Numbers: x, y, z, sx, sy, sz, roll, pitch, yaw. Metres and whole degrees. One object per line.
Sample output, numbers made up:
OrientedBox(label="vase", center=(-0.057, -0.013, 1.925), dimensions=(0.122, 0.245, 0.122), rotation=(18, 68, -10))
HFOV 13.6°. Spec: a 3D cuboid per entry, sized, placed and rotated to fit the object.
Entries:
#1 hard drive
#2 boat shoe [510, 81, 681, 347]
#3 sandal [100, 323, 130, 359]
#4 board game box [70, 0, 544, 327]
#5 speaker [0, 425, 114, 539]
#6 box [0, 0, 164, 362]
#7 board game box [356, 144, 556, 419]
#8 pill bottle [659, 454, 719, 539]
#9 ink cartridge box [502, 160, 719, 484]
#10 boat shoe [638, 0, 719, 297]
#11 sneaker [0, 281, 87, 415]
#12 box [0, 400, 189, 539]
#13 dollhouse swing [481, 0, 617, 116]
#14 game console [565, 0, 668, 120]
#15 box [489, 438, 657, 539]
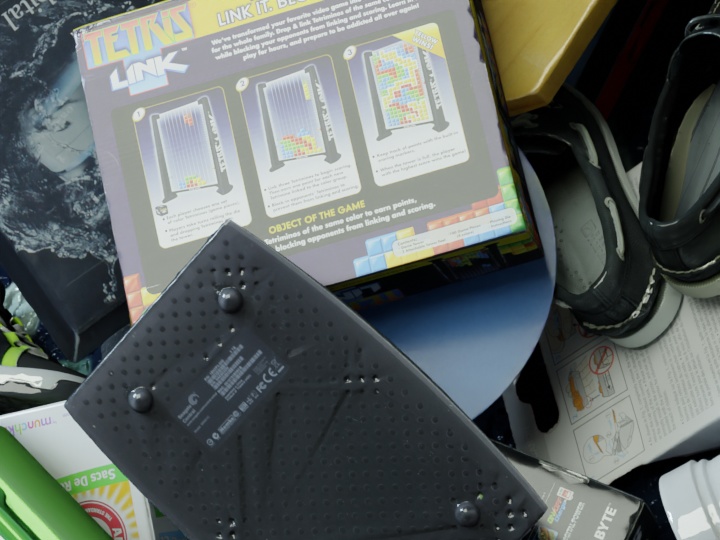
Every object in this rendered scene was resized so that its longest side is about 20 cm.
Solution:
OrientedBox(label="hard drive", center=(-0.024, 0.083, 1.406), dimensions=(0.200, 0.042, 0.135), rotation=(42, 103, -2))
OrientedBox(label="boat shoe", center=(0.095, -0.046, 1.525), dimensions=(0.076, 0.060, 0.200), rotation=(-48, 47, 13))
OrientedBox(label="sandal", center=(-0.062, 0.063, 1.612), dimensions=(0.200, 0.043, 0.076), rotation=(27, 87, 33))
OrientedBox(label="board game box", center=(-0.027, -0.062, 1.459), dimensions=(0.199, 0.057, 0.166), rotation=(-15, 73, 9))
OrientedBox(label="speaker", center=(-0.159, 0.146, 1.455), dimensions=(0.088, 0.088, 0.200), rotation=(-46, 74, -1))
OrientedBox(label="box", center=(-0.127, -0.092, 1.578), dimensions=(0.196, 0.117, 0.200), rotation=(-36, 86, -10))
OrientedBox(label="board game box", center=(0.000, 0.000, 1.498), dimensions=(0.199, 0.039, 0.159), rotation=(3, 72, 10))
OrientedBox(label="pill bottle", center=(0.241, 0.084, 1.378), dimensions=(0.199, 0.104, 0.105), rotation=(-28, 52, 13))
OrientedBox(label="ink cartridge box", center=(0.158, 0.023, 1.513), dimensions=(0.200, 0.050, 0.161), rotation=(-37, 48, 30))
OrientedBox(label="boat shoe", center=(0.179, -0.090, 1.463), dimensions=(0.074, 0.066, 0.200), rotation=(13, 73, 41))
OrientedBox(label="sneaker", center=(-0.216, 0.039, 1.689), dimensions=(0.199, 0.072, 0.083), rotation=(10, 67, 34))
OrientedBox(label="box", center=(-0.173, 0.127, 1.568), dimensions=(0.199, 0.112, 0.102), rotation=(-13, 84, 22))
OrientedBox(label="dollhouse swing", center=(0.105, -0.167, 1.569), dimensions=(0.200, 0.181, 0.176), rotation=(31, 101, 36))
OrientedBox(label="game console", center=(0.076, -0.130, 1.648), dimensions=(0.176, 0.031, 0.200), rotation=(18, 73, 36))
OrientedBox(label="box", center=(0.032, 0.176, 1.457), dimensions=(0.158, 0.046, 0.201), rotation=(20, 76, 22))
